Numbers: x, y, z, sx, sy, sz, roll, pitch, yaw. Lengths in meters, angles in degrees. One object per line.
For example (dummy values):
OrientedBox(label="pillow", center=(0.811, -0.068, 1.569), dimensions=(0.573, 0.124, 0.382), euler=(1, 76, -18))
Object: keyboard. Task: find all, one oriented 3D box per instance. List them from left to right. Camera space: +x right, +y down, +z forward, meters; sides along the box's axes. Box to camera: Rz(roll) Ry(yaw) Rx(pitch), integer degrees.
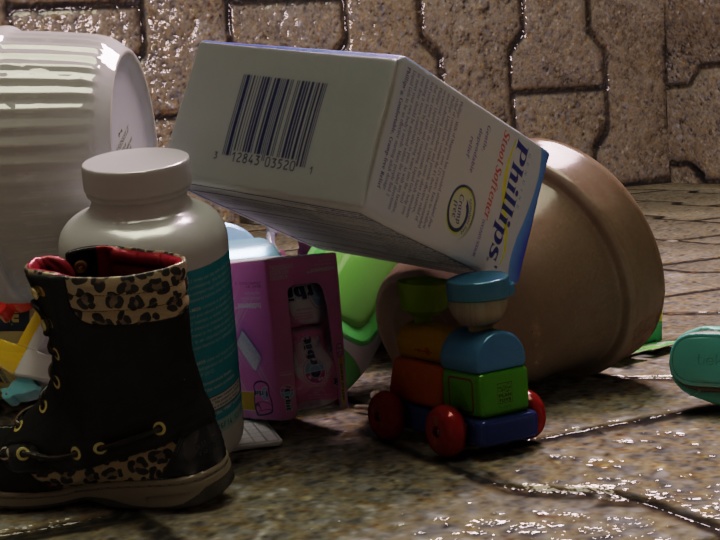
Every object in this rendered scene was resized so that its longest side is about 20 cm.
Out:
OrientedBox(label="keyboard", center=(-0.156, 0.123, 0.978), dimensions=(0.199, 0.011, 0.056), euler=(-6, 6, -17))

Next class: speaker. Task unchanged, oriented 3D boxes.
OrientedBox(label="speaker", center=(0.000, 0.000, 1.167), dimensions=(0.088, 0.089, 0.201), euler=(2, 53, 41))

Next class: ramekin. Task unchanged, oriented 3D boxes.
OrientedBox(label="ramekin", center=(-0.213, -0.079, 1.026), dimensions=(0.104, 0.202, 0.200), euler=(-3, 6, 3))

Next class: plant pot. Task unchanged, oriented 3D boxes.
OrientedBox(label="plant pot", center=(0.110, 0.020, 1.115), dimensions=(0.174, 0.201, 0.200), euler=(-31, 22, -34))

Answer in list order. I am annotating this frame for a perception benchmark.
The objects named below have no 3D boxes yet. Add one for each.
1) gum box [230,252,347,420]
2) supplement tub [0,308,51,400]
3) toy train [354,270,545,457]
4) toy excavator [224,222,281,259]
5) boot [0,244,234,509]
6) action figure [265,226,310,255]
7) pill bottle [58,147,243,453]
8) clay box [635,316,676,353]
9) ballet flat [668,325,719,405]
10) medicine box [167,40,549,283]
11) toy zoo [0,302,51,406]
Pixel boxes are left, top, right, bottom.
OrientedBox(label="gum box", center=(-0.088, 0.049, 1.077), dimensions=(0.066, 0.114, 0.199), euler=(-7, 3, -36))
OrientedBox(label="supplement tub", center=(-0.279, 0.038, 1.203), dimensions=(0.199, 0.146, 0.145), euler=(-2, 6, 19))
OrientedBox(label="toy train", center=(0.042, 0.056, 0.994), dimensions=(0.084, 0.117, 0.200), euler=(-7, 7, -32))
OrientedBox(label="toy excavator", center=(-0.102, 0.026, 1.350), dimensions=(0.099, 0.196, 0.200), euler=(-7, -21, -31))
OrientedBox(label="boot", center=(-0.178, 0.065, 0.850), dimensions=(0.199, 0.152, 0.073), euler=(1, 19, 18))
OrientedBox(label="action figure", center=(-0.030, -0.010, 1.438), dimensions=(0.133, 0.201, 0.149), euler=(5, 36, -9))
OrientedBox(label="pill bottle", center=(-0.137, 0.025, 0.924), dimensions=(0.110, 0.201, 0.111), euler=(-2, 18, 1))
OrientedBox(label="clay box", center=(0.187, 0.048, 1.305), dimensions=(0.114, 0.048, 0.199), euler=(-9, 7, -44))
OrientedBox(label="ballet flat", center=(0.314, 0.069, 0.976), dimensions=(0.199, 0.068, 0.070), euler=(4, -4, 40))
OrientedBox(label="medicine box", center=(0.000, -0.073, 0.978), dimensions=(0.181, 0.104, 0.200), euler=(11, -7, 38))
OrientedBox(label="toy zoo", center=(-0.228, 0.013, 1.101), dimensions=(0.130, 0.201, 0.020), euler=(16, -23, 23))
